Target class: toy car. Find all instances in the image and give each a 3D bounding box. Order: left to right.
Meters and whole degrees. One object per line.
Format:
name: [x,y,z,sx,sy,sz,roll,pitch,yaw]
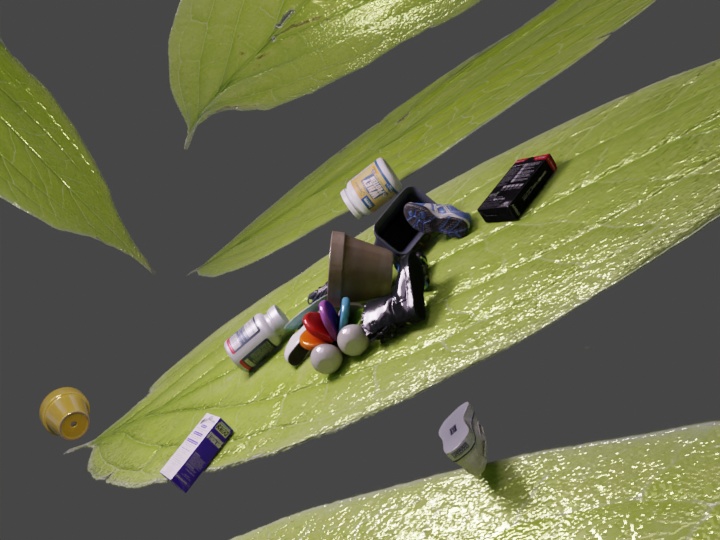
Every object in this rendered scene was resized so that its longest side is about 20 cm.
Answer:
toy car: [-0.070,0.146,1.627,0.198,0.151,0.176,-34,21,16]

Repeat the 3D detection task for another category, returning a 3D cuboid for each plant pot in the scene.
plant pot: [-1.247,0.627,2.729,0.201,0.202,0.187,-48,37,-20]
plant pot: [0.000,0.000,1.721,0.169,0.205,0.201,3,27,0]

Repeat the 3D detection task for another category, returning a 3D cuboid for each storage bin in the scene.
storage bin: [0.128,-0.114,1.842,0.201,0.145,0.135,-50,-6,-22]

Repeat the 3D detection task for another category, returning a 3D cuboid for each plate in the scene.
plate: [-0.137,0.127,1.875,0.198,0.026,0.200,-34,-9,-6]

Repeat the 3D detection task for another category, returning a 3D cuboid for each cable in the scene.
cable: [-0.071,0.030,1.913,0.163,0.051,0.199,-44,-8,40]

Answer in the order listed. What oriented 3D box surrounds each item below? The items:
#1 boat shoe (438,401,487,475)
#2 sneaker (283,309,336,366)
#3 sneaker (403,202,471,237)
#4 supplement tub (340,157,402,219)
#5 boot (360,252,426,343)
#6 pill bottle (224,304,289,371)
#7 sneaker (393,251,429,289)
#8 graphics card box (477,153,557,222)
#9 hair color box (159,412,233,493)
boat shoe: [0.177,0.277,1.051,0.072,0.066,0.200,-42,-1,4]
sneaker: [-0.150,0.175,1.820,0.200,0.073,0.084,-47,24,-10]
sneaker: [0.211,-0.144,1.747,0.196,0.077,0.077,20,38,22]
supplement tub: [0.039,-0.295,2.318,0.198,0.145,0.145,-36,21,12]
boot: [0.078,0.069,1.555,0.160,0.073,0.202,-26,50,33]
pill bottle: [-0.314,0.207,1.986,0.199,0.120,0.120,-40,21,2]
sneaker: [0.141,-0.007,1.669,0.083,0.071,0.200,-45,17,5]
graphics card box: [0.402,-0.210,1.638,0.201,0.051,0.125,-48,22,-20]
hair color box: [-0.444,0.491,1.731,0.201,0.065,0.108,-53,23,-24]
